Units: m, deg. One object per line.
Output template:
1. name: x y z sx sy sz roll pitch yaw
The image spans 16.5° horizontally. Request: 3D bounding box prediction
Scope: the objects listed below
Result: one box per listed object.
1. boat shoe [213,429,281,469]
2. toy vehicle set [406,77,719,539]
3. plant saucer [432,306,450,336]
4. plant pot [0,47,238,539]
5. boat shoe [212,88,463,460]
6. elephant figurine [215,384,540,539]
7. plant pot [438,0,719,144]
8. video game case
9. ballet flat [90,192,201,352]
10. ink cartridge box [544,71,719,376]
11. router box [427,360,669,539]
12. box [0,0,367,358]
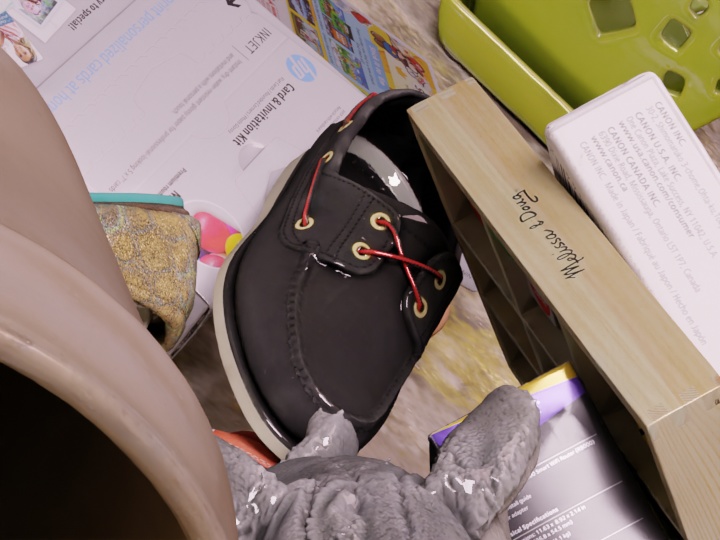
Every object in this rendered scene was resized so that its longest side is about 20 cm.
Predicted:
1. boat shoe: -0.005 0.130 0.796 0.200 0.071 0.062 50 25 22
2. toy vehicle set: 0.078 0.033 0.805 0.125 0.026 0.200 66 -6 -36
3. plant saucer: -0.045 -0.035 1.093 0.200 0.037 0.201 38 21 -17
4. plant pot: -0.125 0.028 0.561 0.199 0.200 0.174 34 28 -25
5. boat shoe: -0.002 -0.002 0.886 0.074 0.063 0.202 44 28 -16
6. elephant figurine: 0.001 0.090 0.664 0.155 0.141 0.200 43 -25 18
7. plant pot: 0.168 -0.171 1.553 0.200 0.182 0.199 43 20 -1
8. video game case: -0.023 -0.092 1.164 0.182 0.023 0.200 34 22 -26
9. ballet flat: -0.132 -0.002 0.828 0.199 0.071 0.071 8 39 -46
10. ink cartridge box: 0.130 0.058 0.815 0.201 0.044 0.176 61 -3 23
11. router box: 0.081 0.130 0.819 0.158 0.052 0.200 61 -6 14
12. box: -0.105 -0.081 0.978 0.200 0.041 0.156 40 42 0
